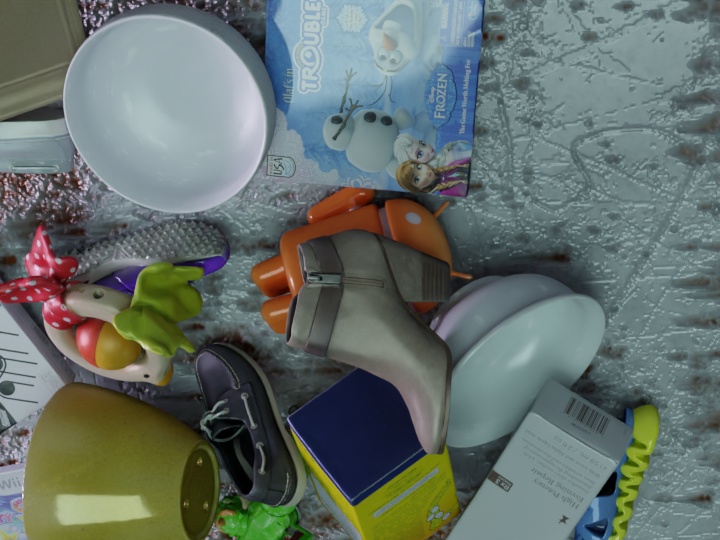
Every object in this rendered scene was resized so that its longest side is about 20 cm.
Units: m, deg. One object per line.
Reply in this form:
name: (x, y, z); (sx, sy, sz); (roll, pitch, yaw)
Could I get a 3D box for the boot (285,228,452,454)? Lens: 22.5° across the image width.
boot: (0.006, 0.063, 1.620); (0.146, 0.070, 0.200); (3, 77, -13)

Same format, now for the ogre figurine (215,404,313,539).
ogre figurine: (-0.092, 0.242, 1.838); (0.098, 0.120, 0.200); (40, 111, -12)

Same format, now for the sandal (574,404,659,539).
sandal: (0.237, 0.219, 1.826); (0.087, 0.079, 0.200); (14, 107, 3)

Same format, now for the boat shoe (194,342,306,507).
boat shoe: (-0.121, 0.146, 1.765); (0.063, 0.200, 0.073); (2, 134, -41)

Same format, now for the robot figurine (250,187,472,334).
robot figurine: (-0.001, -0.002, 1.717); (0.200, 0.144, 0.117); (-17, 124, 4)

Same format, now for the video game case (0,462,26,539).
video game case: (-0.389, 0.306, 1.950); (0.143, 0.018, 0.200); (-11, 113, 11)

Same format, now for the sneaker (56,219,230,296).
sneaker: (-0.213, 0.017, 1.781); (0.200, 0.070, 0.100); (-12, 120, 15)

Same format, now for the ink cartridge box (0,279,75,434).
ink cartridge box: (-0.382, 0.059, 1.799); (0.094, 0.044, 0.200); (-32, 106, 11)

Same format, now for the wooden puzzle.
wooden puzzle: (-0.345, -0.218, 1.628); (0.185, 0.037, 0.200); (-21, 140, -11)

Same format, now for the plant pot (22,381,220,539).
plant pot: (-0.222, 0.213, 1.777); (0.142, 0.200, 0.200); (2, 115, 19)

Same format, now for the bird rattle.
bird rattle: (-0.248, 0.053, 1.712); (0.200, 0.113, 0.163); (5, 141, 6)

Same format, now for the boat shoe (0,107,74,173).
boat shoe: (-0.371, -0.111, 1.730); (0.201, 0.070, 0.072); (-4, 108, 3)

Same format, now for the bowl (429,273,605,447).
bowl: (0.128, 0.069, 1.733); (0.201, 0.201, 0.090); (-53, 56, 23)

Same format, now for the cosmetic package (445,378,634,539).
cosmetic package: (0.173, 0.213, 1.767); (0.102, 0.074, 0.200); (31, 123, 7)

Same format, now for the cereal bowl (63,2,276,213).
cereal bowl: (-0.167, -0.158, 1.674); (0.200, 0.083, 0.200); (8, 120, 14)

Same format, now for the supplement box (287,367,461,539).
supplement box: (0.017, 0.189, 1.741); (0.109, 0.109, 0.200); (-35, 152, -11)

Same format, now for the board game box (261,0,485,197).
board game box: (0.010, -0.174, 1.682); (0.199, 0.043, 0.200); (5, 115, 5)
